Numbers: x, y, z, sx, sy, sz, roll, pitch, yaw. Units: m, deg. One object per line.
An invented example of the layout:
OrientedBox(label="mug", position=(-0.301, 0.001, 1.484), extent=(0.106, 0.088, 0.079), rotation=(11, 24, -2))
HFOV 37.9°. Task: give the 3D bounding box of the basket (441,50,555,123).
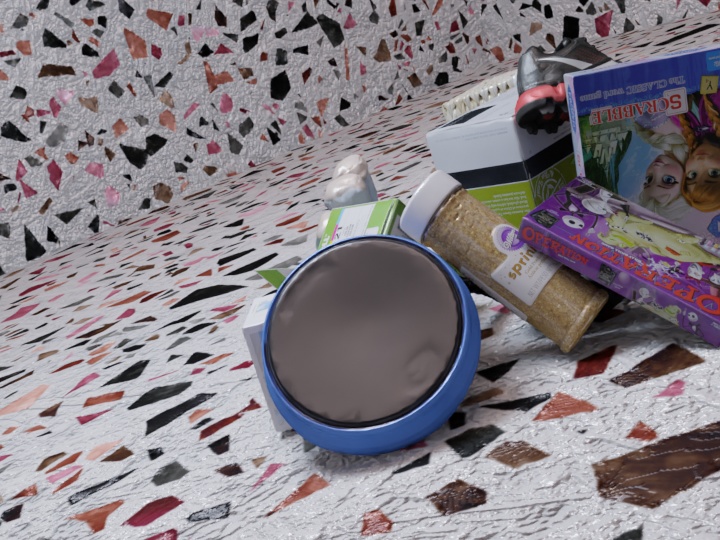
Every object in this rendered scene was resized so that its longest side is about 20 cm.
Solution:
OrientedBox(label="basket", position=(0.246, -0.203, 1.561), extent=(0.159, 0.203, 0.198), rotation=(-11, 14, 36))

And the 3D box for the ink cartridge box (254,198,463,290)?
OrientedBox(label="ink cartridge box", position=(0.000, 0.000, 1.178), extent=(0.198, 0.147, 0.077), rotation=(-5, 56, 43))

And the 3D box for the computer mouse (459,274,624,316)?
OrientedBox(label="computer mouse", position=(0.194, 0.027, 1.068), extent=(0.197, 0.047, 0.140), rotation=(-1, -1, 33))

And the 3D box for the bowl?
OrientedBox(label="bowl", position=(0.005, 0.059, 0.917), extent=(0.197, 0.040, 0.204), rotation=(-7, 60, 12))

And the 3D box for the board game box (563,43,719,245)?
OrientedBox(label="board game box", position=(0.315, -0.114, 1.050), extent=(0.196, 0.203, 0.041), rotation=(-11, 14, 1))

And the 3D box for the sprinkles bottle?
OrientedBox(label="sprinkles bottle", position=(0.131, -0.010, 0.972), extent=(0.068, 0.199, 0.068), rotation=(-49, -13, -16))

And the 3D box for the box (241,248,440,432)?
OrientedBox(label="box", position=(-0.002, 0.064, 1.024), extent=(0.197, 0.114, 0.101), rotation=(-17, 13, 6))

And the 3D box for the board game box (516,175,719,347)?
OrientedBox(label="board game box", position=(0.252, -0.014, 0.936), extent=(0.198, 0.033, 0.120), rotation=(30, 43, 24))

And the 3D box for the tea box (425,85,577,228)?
OrientedBox(label="tea box", position=(0.206, -0.106, 1.226), extent=(0.132, 0.200, 0.199), rotation=(-3, 21, 46))

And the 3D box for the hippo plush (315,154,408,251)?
OrientedBox(label="hippo plush", position=(0.033, -0.030, 1.268), extent=(0.158, 0.204, 0.159), rotation=(10, -4, 6))

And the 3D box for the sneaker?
OrientedBox(label="sneaker", position=(0.249, -0.200, 1.111), extent=(0.197, 0.100, 0.071), rotation=(-3, -20, -18))
